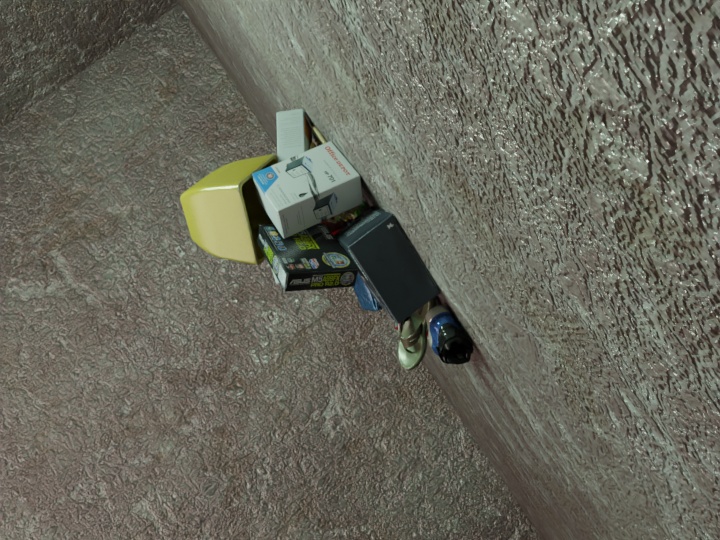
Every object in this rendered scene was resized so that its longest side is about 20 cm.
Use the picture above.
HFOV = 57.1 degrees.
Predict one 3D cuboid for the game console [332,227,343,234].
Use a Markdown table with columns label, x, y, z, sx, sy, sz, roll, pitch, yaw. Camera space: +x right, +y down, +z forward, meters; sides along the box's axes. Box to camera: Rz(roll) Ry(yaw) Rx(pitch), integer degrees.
| label | x | y | z | sx | sy | sz | roll | pitch | yaw |
| --- | --- | --- | --- | --- | --- | --- | --- | --- | --- |
| game console | -0.037 | -0.040 | 1.745 | 0.199 | 0.175 | 0.032 | 28 | -125 | -41 |

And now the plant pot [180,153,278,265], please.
| label | x | y | z | sx | sy | sz | roll | pitch | yaw |
| --- | --- | --- | --- | --- | --- | --- | --- | --- | --- |
| plant pot | -0.303 | -0.146 | 1.555 | 0.195 | 0.196 | 0.199 | -56 | -37 | -55 |

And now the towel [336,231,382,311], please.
| label | x | y | z | sx | sy | sz | roll | pitch | yaw |
| --- | --- | --- | --- | --- | --- | --- | --- | --- | --- |
| towel | 0.000 | 0.000 | 1.574 | 0.111 | 0.048 | 0.203 | 0 | 114 | 63 |

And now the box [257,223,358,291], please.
| label | x | y | z | sx | sy | sz | roll | pitch | yaw |
| --- | --- | --- | --- | --- | --- | --- | --- | --- | --- |
| box | -0.115 | -0.033 | 1.399 | 0.201 | 0.157 | 0.045 | -126 | 41 | -49 |

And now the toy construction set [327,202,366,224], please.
| label | x | y | z | sx | sy | sz | roll | pitch | yaw |
| --- | --- | --- | --- | --- | --- | --- | --- | --- | --- |
| toy construction set | -0.038 | -0.159 | 1.619 | 0.132 | 0.092 | 0.200 | 50 | -170 | -15 |

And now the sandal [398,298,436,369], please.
| label | x | y | z | sx | sy | sz | roll | pitch | yaw |
| --- | --- | --- | --- | --- | --- | --- | --- | --- | --- |
| sandal | 0.115 | 0.128 | 1.492 | 0.079 | 0.057 | 0.205 | 34 | 121 | 45 |

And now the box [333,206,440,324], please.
| label | x | y | z | sx | sy | sz | roll | pitch | yaw |
| --- | --- | --- | --- | --- | --- | --- | --- | --- | --- |
| box | 0.051 | -0.018 | 1.419 | 0.198 | 0.117 | 0.200 | 56 | 176 | -14 |

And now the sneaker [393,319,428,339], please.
| label | x | y | z | sx | sy | sz | roll | pitch | yaw |
| --- | --- | --- | --- | --- | --- | --- | --- | --- | --- |
| sneaker | 0.150 | 0.145 | 1.592 | 0.202 | 0.112 | 0.071 | 56 | 177 | -11 |

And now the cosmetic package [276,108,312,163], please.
| label | x | y | z | sx | sy | sz | roll | pitch | yaw |
| --- | --- | --- | --- | --- | --- | --- | --- | --- | --- |
| cosmetic package | -0.156 | -0.272 | 1.596 | 0.102 | 0.070 | 0.204 | 63 | -157 | -72 |

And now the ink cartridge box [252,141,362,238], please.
| label | x | y | z | sx | sy | sz | roll | pitch | yaw |
| --- | --- | --- | --- | --- | --- | --- | --- | --- | --- |
| ink cartridge box | -0.113 | -0.177 | 1.434 | 0.147 | 0.197 | 0.087 | 52 | 161 | 38 |

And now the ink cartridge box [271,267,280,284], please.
| label | x | y | z | sx | sy | sz | roll | pitch | yaw |
| --- | --- | --- | --- | --- | --- | --- | --- | --- | --- |
| ink cartridge box | -0.203 | -0.071 | 1.772 | 0.145 | 0.083 | 0.204 | 22 | -129 | -84 |

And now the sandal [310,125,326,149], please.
| label | x | y | z | sx | sy | sz | roll | pitch | yaw |
| --- | --- | --- | --- | --- | --- | --- | --- | --- | --- |
| sandal | -0.085 | -0.247 | 1.571 | 0.213 | 0.069 | 0.078 | 55 | 177 | 15 |

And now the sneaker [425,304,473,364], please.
| label | x | y | z | sx | sy | sz | roll | pitch | yaw |
| --- | --- | --- | --- | --- | --- | --- | --- | --- | --- |
| sneaker | 0.198 | 0.170 | 1.438 | 0.201 | 0.076 | 0.112 | 70 | 176 | -52 |

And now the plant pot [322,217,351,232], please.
| label | x | y | z | sx | sy | sz | roll | pitch | yaw |
| --- | --- | --- | --- | --- | --- | --- | --- | --- | --- |
| plant pot | -0.087 | -0.135 | 1.838 | 0.202 | 0.199 | 0.197 | 53 | 168 | 36 |
